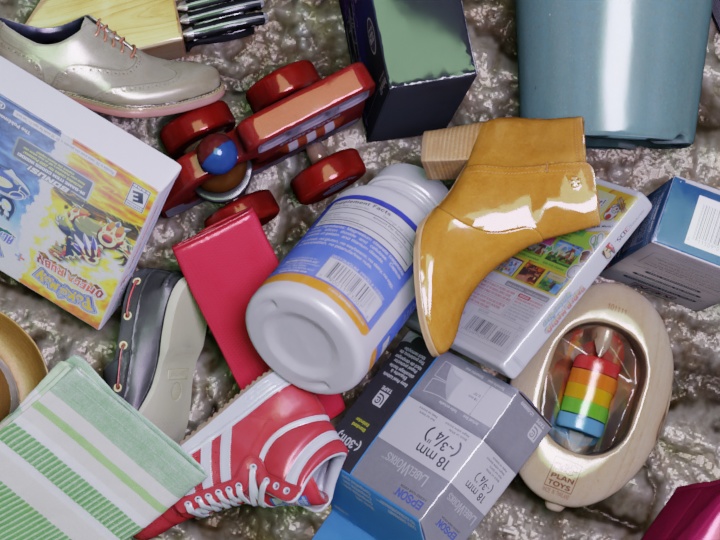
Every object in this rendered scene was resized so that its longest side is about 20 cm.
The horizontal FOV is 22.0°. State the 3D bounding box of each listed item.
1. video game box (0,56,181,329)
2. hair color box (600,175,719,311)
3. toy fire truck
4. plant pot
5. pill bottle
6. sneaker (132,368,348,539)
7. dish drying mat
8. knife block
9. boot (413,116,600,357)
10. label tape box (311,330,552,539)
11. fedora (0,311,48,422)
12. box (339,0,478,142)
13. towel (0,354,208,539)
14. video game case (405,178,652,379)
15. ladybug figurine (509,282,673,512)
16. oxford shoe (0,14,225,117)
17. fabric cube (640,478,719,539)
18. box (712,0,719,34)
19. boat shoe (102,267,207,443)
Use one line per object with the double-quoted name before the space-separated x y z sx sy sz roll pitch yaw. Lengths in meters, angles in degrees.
"video game box" -0.267 -0.067 1.532 0.200 0.182 0.047 31 45 2
"hair color box" 0.272 -0.019 1.539 0.100 0.200 0.061 21 81 -2
"toy fire truck" -0.084 -0.107 1.546 0.200 0.168 0.112 -26 84 -6
"plant pot" 0.214 -0.205 1.577 0.200 0.200 0.196 3 89 -3
"pill bottle" 0.000 0.000 1.535 0.112 0.112 0.200 37 49 2
"sneaker" -0.100 0.181 1.527 0.200 0.071 0.113 -42 67 8
"dish drying mat" -0.084 0.049 1.560 0.077 0.018 0.200 -26 109 -4
"knife block" -0.187 -0.206 1.607 0.175 0.064 0.200 31 81 2
"boot" 0.119 -0.031 1.476 0.144 0.071 0.201 -1 71 13
"label tape box" 0.040 0.165 1.529 0.200 0.144 0.063 -52 132 -9
"fedora" -0.359 0.111 1.541 0.200 0.082 0.201 0 81 -3
"box" 0.036 -0.199 1.551 0.079 0.200 0.141 -13 82 -7
"towel" -0.247 0.174 1.505 0.200 0.023 0.153 -39 110 19
"video game case" 0.126 -0.010 1.542 0.182 0.200 0.023 -50 120 -8
"ladybug figurine" 0.191 0.109 1.581 0.136 0.072 0.200 22 81 1
"oxford shoe" -0.210 -0.171 1.538 0.200 0.071 0.074 1 113 -12
"fabric cube" 0.297 0.306 1.498 0.196 0.200 0.199 37 79 3
"box" 0.416 -0.197 1.650 0.158 0.051 0.200 -22 83 -6
"boat shoe" -0.182 0.097 1.567 0.063 0.074 0.202 12 88 27
